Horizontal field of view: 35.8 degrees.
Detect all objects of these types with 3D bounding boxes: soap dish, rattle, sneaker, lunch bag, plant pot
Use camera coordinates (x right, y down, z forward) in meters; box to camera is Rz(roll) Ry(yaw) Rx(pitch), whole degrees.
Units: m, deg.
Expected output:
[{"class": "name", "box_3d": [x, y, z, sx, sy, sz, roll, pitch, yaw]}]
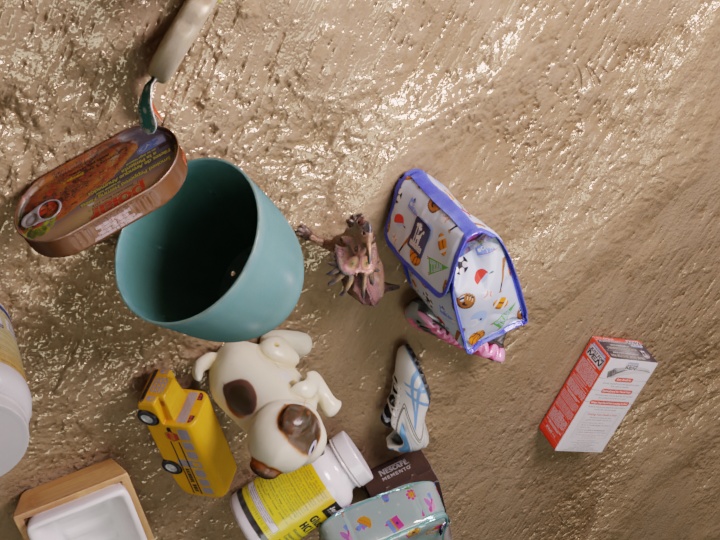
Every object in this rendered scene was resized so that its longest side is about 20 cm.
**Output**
[{"class": "soap dish", "box_3d": [-0.377, 0.360, 1.548, 0.156, 0.081, 0.201, -20, 133, -13]}, {"class": "rattle", "box_3d": [-0.230, -0.251, 1.155, 0.142, 0.131, 0.200, 19, 142, -26]}, {"class": "sneaker", "box_3d": [0.066, 0.198, 1.670, 0.072, 0.072, 0.201, -11, 127, -9]}, {"class": "lunch bag", "box_3d": [0.119, -0.019, 1.458, 0.123, 0.170, 0.201, -29, 135, -11]}, {"class": "plant pot", "box_3d": [-0.158, -0.007, 1.305, 0.200, 0.201, 0.161, -43, 144, 8]}, {"class": "sneaker", "box_3d": [0.148, 0.064, 1.618, 0.199, 0.079, 0.096, 24, 90, -40]}, {"class": "lunch bag", "box_3d": [0.039, 0.400, 1.681, 0.199, 0.077, 0.161, -18, 146, -13]}]

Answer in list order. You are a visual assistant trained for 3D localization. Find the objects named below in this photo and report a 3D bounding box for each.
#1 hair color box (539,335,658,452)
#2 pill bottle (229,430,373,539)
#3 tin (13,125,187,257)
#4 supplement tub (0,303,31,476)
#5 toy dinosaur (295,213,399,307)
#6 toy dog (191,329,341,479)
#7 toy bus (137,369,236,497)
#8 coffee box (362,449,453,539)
[{"class": "hair color box", "box_3d": [0.395, 0.209, 1.861, 0.110, 0.064, 0.201, 8, 122, -31]}, {"class": "pill bottle", "box_3d": [-0.085, 0.329, 1.660, 0.199, 0.113, 0.113, -34, 134, 0]}, {"class": "tin", "box_3d": [-0.283, -0.086, 1.224, 0.199, 0.112, 0.042, -29, 134, -4]}, {"class": "supplement tub", "box_3d": [-0.447, 0.127, 1.242, 0.144, 0.200, 0.145, -15, 131, -18]}, {"class": "toy dinosaur", "box_3d": [0.000, 0.000, 1.430, 0.086, 0.136, 0.200, -34, 134, 0]}, {"class": "toy dog", "box_3d": [-0.113, 0.177, 1.464, 0.193, 0.200, 0.140, 28, 108, -41]}, {"class": "toy bus", "box_3d": [-0.233, 0.221, 1.504, 0.078, 0.065, 0.201, 4, 135, 19]}, {"class": "coffee box", "box_3d": [0.078, 0.397, 1.825, 0.112, 0.080, 0.201, -23, 133, -10]}]
